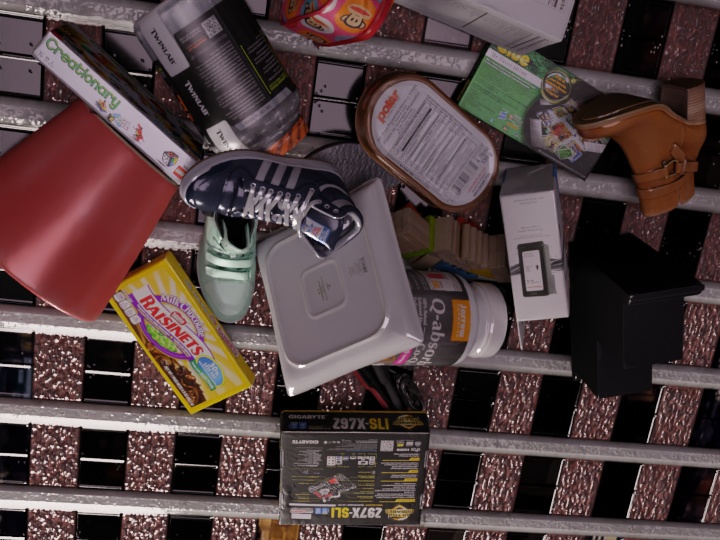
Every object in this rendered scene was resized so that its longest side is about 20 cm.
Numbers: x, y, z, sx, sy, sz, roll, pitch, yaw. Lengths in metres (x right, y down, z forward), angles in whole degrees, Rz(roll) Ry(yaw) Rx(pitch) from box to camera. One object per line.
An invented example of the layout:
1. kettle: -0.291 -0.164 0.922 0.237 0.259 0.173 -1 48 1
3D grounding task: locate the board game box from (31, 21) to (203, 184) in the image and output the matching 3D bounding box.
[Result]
1. board game box: -0.258 -0.185 0.972 0.035 0.126 0.200 -44 109 9

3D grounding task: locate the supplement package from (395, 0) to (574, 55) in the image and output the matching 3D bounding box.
1. supplement package: 0.132 -0.331 0.978 0.197 0.114 0.111 18 91 -15

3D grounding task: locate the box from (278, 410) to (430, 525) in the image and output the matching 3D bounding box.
1. box: -0.011 0.264 1.182 0.196 0.050 0.162 1 120 -4

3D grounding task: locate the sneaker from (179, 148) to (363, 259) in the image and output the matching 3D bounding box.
1. sneaker: -0.086 -0.068 0.942 0.197 0.109 0.071 -4 136 -35

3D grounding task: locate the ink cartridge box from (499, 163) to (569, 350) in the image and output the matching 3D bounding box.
1. ink cartridge box: 0.220 -0.017 1.098 0.067 0.116 0.203 -5 111 16

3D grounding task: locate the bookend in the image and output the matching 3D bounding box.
1. bookend: 0.339 0.081 1.112 0.090 0.200 0.202 -8 109 -5

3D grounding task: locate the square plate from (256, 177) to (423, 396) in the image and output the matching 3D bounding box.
1. square plate: -0.036 0.020 1.026 0.196 0.028 0.203 -25 71 29

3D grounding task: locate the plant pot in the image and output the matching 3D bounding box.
1. plant pot: -0.311 -0.077 0.977 0.200 0.200 0.178 43 90 -19

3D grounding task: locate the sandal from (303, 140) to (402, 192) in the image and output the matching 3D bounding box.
1. sandal: 0.018 -0.130 1.080 0.197 0.043 0.077 -15 111 -15

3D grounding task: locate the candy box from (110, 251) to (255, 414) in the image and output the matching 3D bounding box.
1. candy box: -0.225 0.081 1.108 0.101 0.027 0.202 -26 111 15

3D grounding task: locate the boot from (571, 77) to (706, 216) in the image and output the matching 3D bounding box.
1. boot: 0.348 -0.140 1.090 0.197 0.074 0.157 -15 117 -18

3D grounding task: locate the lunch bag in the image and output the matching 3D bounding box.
1. lunch bag: -0.019 -0.340 0.931 0.081 0.175 0.203 18 87 -30

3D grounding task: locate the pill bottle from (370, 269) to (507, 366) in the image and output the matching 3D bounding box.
1. pill bottle: 0.075 0.058 1.096 0.197 0.116 0.118 3 109 -24

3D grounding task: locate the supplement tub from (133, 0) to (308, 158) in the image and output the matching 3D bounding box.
1. supplement tub: -0.148 -0.216 0.980 0.121 0.123 0.201 -31 109 3

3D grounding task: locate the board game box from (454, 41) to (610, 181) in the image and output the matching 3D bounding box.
1. board game box: 0.223 -0.203 1.092 0.198 0.024 0.106 27 104 -16

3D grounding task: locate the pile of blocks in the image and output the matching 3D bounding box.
1. pile of blocks: 0.108 -0.038 1.121 0.197 0.082 0.063 19 62 -23

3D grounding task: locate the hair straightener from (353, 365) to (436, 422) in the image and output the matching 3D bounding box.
1. hair straightener: 0.046 0.151 1.167 0.076 0.041 0.202 -24 112 19

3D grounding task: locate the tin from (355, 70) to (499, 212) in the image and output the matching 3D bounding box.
1. tin: 0.083 -0.152 1.053 0.199 0.042 0.113 35 87 -25

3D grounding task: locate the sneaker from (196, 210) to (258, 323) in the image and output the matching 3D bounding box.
1. sneaker: -0.158 -0.017 1.048 0.072 0.118 0.204 0 110 -10
